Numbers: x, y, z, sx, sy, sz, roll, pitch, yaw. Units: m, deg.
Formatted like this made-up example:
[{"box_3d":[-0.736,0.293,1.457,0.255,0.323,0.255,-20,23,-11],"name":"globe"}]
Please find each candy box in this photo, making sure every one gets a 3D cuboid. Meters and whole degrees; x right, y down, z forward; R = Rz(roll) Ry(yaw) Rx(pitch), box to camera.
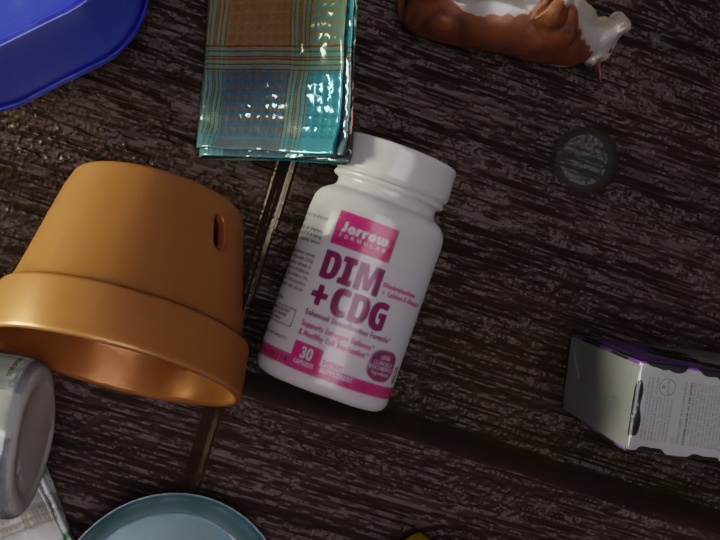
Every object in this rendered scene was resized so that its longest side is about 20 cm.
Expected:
[{"box_3d":[0.285,0.107,1.003,0.197,0.168,0.072,8,93,-9],"name":"candy box"}]

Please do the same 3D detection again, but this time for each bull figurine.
[{"box_3d":[0.129,-0.216,1.002,0.197,0.122,0.066,6,55,-1],"name":"bull figurine"}]

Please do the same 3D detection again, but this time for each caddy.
[{"box_3d":[-0.262,-0.209,0.949,0.198,0.105,0.142,-27,72,-6],"name":"caddy"}]

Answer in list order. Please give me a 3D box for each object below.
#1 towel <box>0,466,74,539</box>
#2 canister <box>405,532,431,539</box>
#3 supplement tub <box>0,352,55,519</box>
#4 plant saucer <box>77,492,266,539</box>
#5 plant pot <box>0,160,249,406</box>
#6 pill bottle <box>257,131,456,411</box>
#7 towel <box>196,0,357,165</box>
[{"box_3d":[-0.299,0.246,0.996,0.148,0.031,0.202,-21,95,-7],"name":"towel"},{"box_3d":[0.092,0.331,1.027,0.199,0.087,0.149,34,87,-6],"name":"canister"},{"box_3d":[-0.341,0.113,0.931,0.197,0.123,0.124,9,91,1],"name":"supplement tub"},{"box_3d":[-0.157,0.282,1.002,0.198,0.027,0.203,2,84,-19],"name":"plant saucer"},{"box_3d":[-0.171,0.009,0.936,0.198,0.200,0.142,15,73,-8],"name":"plant pot"},{"box_3d":[0.000,0.000,0.986,0.112,0.113,0.202,19,89,-8],"name":"pill bottle"},{"box_3d":[-0.066,-0.186,0.976,0.145,0.022,0.203,4,91,30],"name":"towel"}]
